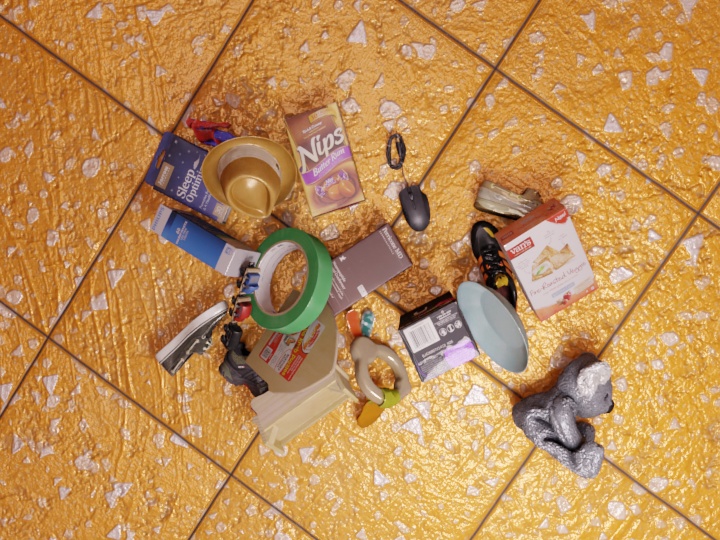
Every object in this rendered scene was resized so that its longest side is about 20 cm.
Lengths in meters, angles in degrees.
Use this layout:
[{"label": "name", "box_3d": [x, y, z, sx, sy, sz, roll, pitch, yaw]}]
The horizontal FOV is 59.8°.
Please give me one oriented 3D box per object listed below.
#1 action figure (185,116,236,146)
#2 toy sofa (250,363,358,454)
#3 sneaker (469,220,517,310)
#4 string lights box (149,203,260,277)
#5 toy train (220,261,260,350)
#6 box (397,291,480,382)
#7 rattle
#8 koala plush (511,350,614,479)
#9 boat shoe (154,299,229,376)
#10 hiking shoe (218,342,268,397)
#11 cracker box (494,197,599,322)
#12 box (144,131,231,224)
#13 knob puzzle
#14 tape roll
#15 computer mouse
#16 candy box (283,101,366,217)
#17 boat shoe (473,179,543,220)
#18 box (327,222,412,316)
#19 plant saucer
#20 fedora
[{"label": "action figure", "box_3d": [-0.277, -0.267, 1.269, 0.197, 0.066, 0.052, 26, 67, 17]}, {"label": "toy sofa", "box_3d": [-0.111, 0.257, 1.224, 0.198, 0.083, 0.098, -35, 55, 1]}, {"label": "sneaker", "box_3d": [0.270, -0.001, 1.230, 0.068, 0.090, 0.205, -16, 93, 4]}, {"label": "string lights box", "box_3d": [-0.307, -0.058, 1.244, 0.197, 0.102, 0.060, 29, 95, 18]}, {"label": "toy train", "box_3d": [-0.236, 0.074, 1.233, 0.046, 0.034, 0.203, 45, 124, 40]}, {"label": "box", "box_3d": [0.145, 0.120, 1.192, 0.120, 0.200, 0.108, -26, 91, 5]}, {"label": "rattle", "box_3d": [0.007, 0.198, 1.289, 0.129, 0.143, 0.201, -31, 78, -30]}, {"label": "koala plush", "box_3d": [0.408, 0.250, 1.198, 0.182, 0.177, 0.203, 31, 99, 12]}, {"label": "boat shoe", "box_3d": [-0.337, 0.141, 1.301, 0.199, 0.071, 0.064, -41, 89, 13]}, {"label": "hiking shoe", "box_3d": [-0.192, 0.207, 1.285, 0.196, 0.076, 0.103, 24, 98, 4]}, {"label": "cracker box", "box_3d": [0.358, -0.017, 1.198, 0.132, 0.058, 0.202, -31, 117, 7]}, {"label": "box", "box_3d": [-0.347, -0.195, 1.300, 0.197, 0.032, 0.123, 26, 95, 4]}, {"label": "knob puzzle", "box_3d": [-0.113, 0.153, 1.214, 0.215, 0.030, 0.224, -16, 56, 25]}, {"label": "tape roll", "box_3d": [-0.144, 0.020, 1.232, 0.197, 0.048, 0.206, -12, 69, 33]}, {"label": "computer mouse", "box_3d": [0.095, -0.178, 1.265, 0.057, 0.034, 0.204, -19, 91, 6]}, {"label": "candy box", "box_3d": [-0.071, -0.221, 1.265, 0.114, 0.056, 0.205, -17, 90, 6]}, {"label": "boat shoe", "box_3d": [0.323, -0.130, 1.229, 0.195, 0.074, 0.068, 15, 91, -1]}, {"label": "box", "box_3d": [0.000, 0.000, 1.263, 0.198, 0.075, 0.101, -34, 90, 4]}, {"label": "plant saucer", "box_3d": [0.262, 0.100, 1.196, 0.038, 0.201, 0.204, -30, 90, -17]}, {"label": "fedora", "box_3d": [-0.211, -0.164, 1.210, 0.196, 0.202, 0.083, -17, 54, 5]}]
